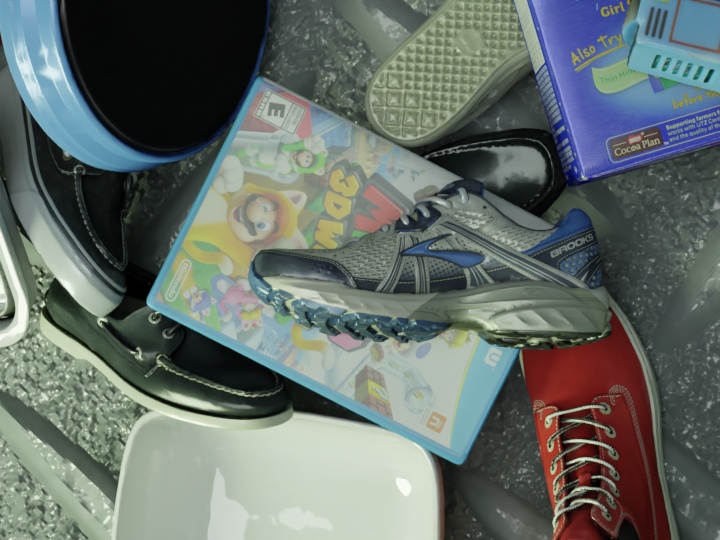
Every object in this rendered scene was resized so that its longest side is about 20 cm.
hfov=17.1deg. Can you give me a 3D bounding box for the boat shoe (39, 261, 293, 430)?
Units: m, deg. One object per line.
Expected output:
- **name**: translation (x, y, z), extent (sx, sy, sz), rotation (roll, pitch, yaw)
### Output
- **boat shoe**: translation (-0.113, 0.032, 1.385), extent (0.199, 0.074, 0.067), rotation (28, 119, 44)

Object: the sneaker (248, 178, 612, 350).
- **sneaker**: translation (0.038, -0.006, 1.298), extent (0.198, 0.077, 0.086), rotation (4, 79, -9)

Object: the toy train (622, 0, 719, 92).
- **toy train**: translation (0.207, -0.182, 1.231), extent (0.113, 0.087, 0.201), rotation (14, 85, 2)

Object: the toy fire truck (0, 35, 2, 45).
- **toy fire truck**: translation (-0.246, -0.192, 1.401), extent (0.199, 0.176, 0.129), rotation (-34, 56, 20)

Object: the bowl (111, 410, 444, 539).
- **bowl**: translation (-0.044, 0.178, 1.401), extent (0.199, 0.075, 0.201), rotation (5, 93, 14)

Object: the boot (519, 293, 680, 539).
- **boot**: translation (0.124, 0.097, 1.316), extent (0.072, 0.144, 0.201), rotation (-17, 86, 17)

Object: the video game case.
- **video game case**: translation (0.000, 0.000, 1.333), extent (0.199, 0.018, 0.144), rotation (27, 88, -1)

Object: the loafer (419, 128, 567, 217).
- **loafer**: translation (0.025, -0.027, 1.376), extent (0.199, 0.070, 0.069), rotation (-22, 87, 15)

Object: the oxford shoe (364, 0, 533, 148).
- **oxford shoe**: translation (0.085, -0.141, 1.365), extent (0.200, 0.058, 0.075), rotation (-39, 84, -1)

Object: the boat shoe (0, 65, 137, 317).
- **boat shoe**: translation (-0.164, -0.063, 1.390), extent (0.071, 0.072, 0.201), rotation (-32, 52, 11)

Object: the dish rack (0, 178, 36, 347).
- **dish rack**: translation (-0.281, -0.034, 1.384), extent (0.199, 0.044, 0.173), rotation (-5, 113, 30)

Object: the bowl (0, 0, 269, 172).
- **bowl**: translation (-0.121, -0.156, 1.345), extent (0.039, 0.200, 0.202), rotation (4, 94, 35)

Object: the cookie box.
- **cookie box**: translation (0.168, -0.166, 1.305), extent (0.170, 0.075, 0.201), rotation (-16, 89, -4)
